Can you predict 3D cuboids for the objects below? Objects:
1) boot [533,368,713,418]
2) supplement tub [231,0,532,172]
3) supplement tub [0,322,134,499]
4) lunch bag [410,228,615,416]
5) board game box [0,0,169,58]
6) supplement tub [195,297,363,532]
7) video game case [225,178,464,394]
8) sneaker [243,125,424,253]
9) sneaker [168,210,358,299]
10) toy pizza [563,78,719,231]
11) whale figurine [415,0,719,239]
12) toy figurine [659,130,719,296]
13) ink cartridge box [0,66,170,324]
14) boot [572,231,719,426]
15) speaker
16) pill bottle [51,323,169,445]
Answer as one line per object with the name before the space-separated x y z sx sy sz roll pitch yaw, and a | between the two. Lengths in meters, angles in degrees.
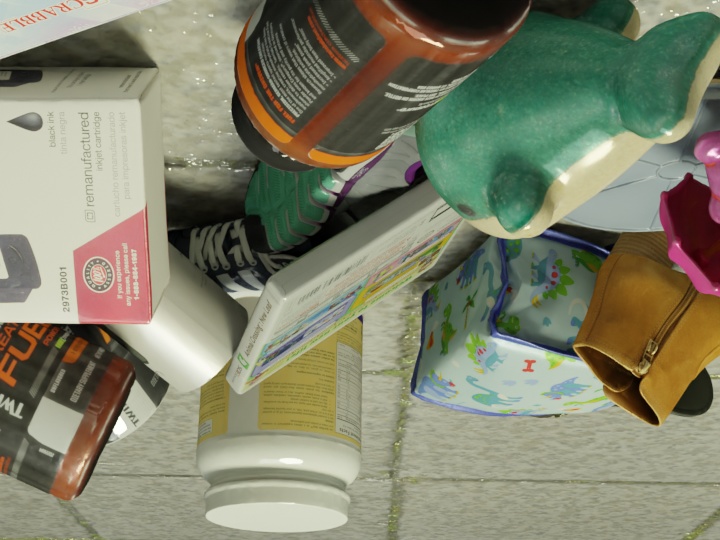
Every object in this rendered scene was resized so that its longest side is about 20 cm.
boot | 0.232 0.116 1.409 0.199 0.070 0.174 15 159 -14
supplement tub | -0.002 -0.121 0.738 0.106 0.108 0.200 11 157 -24
supplement tub | -0.265 0.073 0.969 0.199 0.108 0.107 25 155 -6
lunch bag | 0.166 0.054 1.156 0.199 0.128 0.170 17 155 -14
board game box | -0.191 -0.181 0.682 0.199 0.041 0.199 -11 155 27
supplement tub | -0.069 0.116 1.218 0.144 0.202 0.146 1 159 0
video game case | 0.000 0.000 0.994 0.199 0.022 0.182 -33 168 -26
sneaker | -0.007 -0.058 0.951 0.087 0.075 0.200 7 158 -29
sneaker | -0.091 -0.016 1.062 0.198 0.071 0.109 0 160 -6
toy pizza | 0.209 -0.080 0.935 0.198 0.032 0.200 -2 157 -1
whale figurine | 0.104 -0.095 0.758 0.104 0.160 0.200 36 159 -20
toy figurine | 0.269 -0.050 0.837 0.183 0.151 0.201 -11 128 15
ink cartridge box | -0.225 -0.048 0.868 0.198 0.146 0.084 1 -159 1
boot | 0.251 0.058 1.059 0.201 0.145 0.071 33 157 -18
speaker | -0.173 -0.001 0.993 0.081 0.082 0.200 -20 127 43
pill bottle | -0.238 0.036 1.083 0.106 0.107 0.201 -11 128 27
